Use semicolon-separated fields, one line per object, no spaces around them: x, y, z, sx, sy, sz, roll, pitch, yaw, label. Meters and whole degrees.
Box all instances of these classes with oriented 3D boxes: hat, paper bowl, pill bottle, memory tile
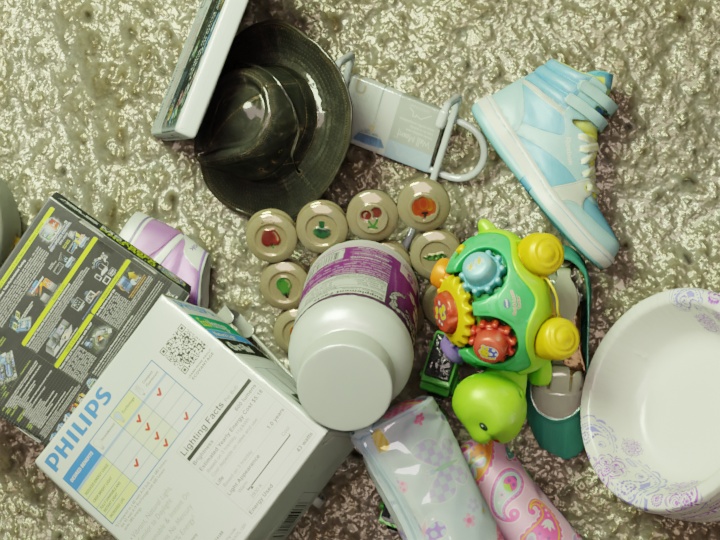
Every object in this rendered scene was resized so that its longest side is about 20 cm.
-0.105;-0.134;1.576;0.200;0.081;0.202;8;104;35;hat
0.302;0.123;1.491;0.200;0.104;0.202;-21;61;43;paper bowl
-0.005;0.059;1.494;0.111;0.200;0.113;2;114;4;pill bottle
0.000;0.000;1.588;0.199;0.017;0.154;-11;111;8;memory tile

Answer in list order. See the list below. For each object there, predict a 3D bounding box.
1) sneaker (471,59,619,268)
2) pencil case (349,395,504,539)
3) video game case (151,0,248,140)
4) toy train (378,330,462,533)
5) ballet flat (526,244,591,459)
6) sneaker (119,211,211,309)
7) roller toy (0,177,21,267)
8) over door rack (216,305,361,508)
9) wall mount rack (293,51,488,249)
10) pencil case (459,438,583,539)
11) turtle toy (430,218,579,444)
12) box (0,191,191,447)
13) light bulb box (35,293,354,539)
0.208;-0.111;1.568;0.130;0.080;0.200;-37;82;5;sneaker
0.064;0.212;1.486;0.090;0.083;0.201;-25;91;-29;pencil case
-0.142;-0.219;1.586;0.023;0.182;0.201;22;88;-14;video game case
0.059;0.151;1.577;0.041;0.056;0.201;17;87;10;toy train
0.182;0.075;1.558;0.067;0.070;0.201;0;85;8;ballet flat
-0.215;0.055;1.623;0.114;0.073;0.201;28;89;7;sneaker
-0.425;-0.038;1.629;0.199;0.140;0.184;-15;89;-1;roller toy
-0.101;0.153;1.599;0.200;0.067;0.148;43;93;15;over door rack
0.013;-0.106;1.604;0.199;0.075;0.175;22;116;11;wall mount rack
0.153;0.238;1.542;0.087;0.087;0.200;-39;79;3;pencil case
0.121;0.054;1.504;0.100;0.146;0.201;-9;89;-21;turtle toy
-0.277;0.054;1.568;0.160;0.044;0.201;34;95;-6;box
-0.144;0.161;1.509;0.200;0.125;0.199;39;93;16;light bulb box
